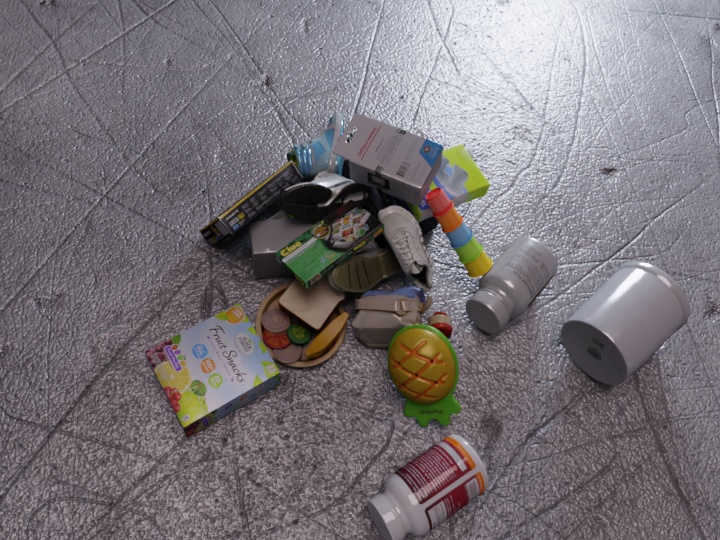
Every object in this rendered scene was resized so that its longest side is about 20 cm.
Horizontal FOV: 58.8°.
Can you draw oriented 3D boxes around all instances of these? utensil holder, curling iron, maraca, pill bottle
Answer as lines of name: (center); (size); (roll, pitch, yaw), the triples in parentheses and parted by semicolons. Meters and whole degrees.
utensil holder: (0.529, 0.108, 1.288); (0.199, 0.171, 0.170); (-37, 71, -20)
curling iron: (0.009, -0.217, 1.350); (0.049, 0.026, 0.201); (-5, 59, -53)
maraca: (0.121, 0.198, 1.193); (0.135, 0.107, 0.203); (-8, 101, 24)
pill bottle: (0.115, 0.383, 1.110); (0.198, 0.113, 0.114); (-27, 68, -20)
pill bottle: (0.311, 0.032, 1.327); (0.114, 0.115, 0.200); (40, 64, 14)

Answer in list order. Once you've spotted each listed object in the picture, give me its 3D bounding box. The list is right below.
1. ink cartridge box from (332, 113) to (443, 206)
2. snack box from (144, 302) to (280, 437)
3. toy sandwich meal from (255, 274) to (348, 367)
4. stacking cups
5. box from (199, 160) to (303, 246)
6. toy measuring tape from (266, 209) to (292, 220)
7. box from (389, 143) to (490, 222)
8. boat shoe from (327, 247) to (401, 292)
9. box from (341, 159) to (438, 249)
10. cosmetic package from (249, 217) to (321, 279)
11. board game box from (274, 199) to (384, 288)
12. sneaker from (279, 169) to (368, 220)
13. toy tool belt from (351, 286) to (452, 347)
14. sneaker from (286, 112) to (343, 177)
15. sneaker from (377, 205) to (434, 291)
ink cartridge box: (0.054, -0.226, 1.289); (0.198, 0.067, 0.117); (24, 68, 14)
snack box: (-0.274, 0.182, 1.196); (0.198, 0.068, 0.169); (-28, 67, -22)
toy sandwich meal: (-0.112, 0.091, 1.265); (0.202, 0.071, 0.208); (3, 61, -6)
stacking cups: (0.196, -0.075, 1.288); (0.201, 0.060, 0.061); (53, 59, -26)
box: (-0.228, -0.136, 1.324); (0.200, 0.159, 0.050); (-43, 102, -25)
toy measuring tape: (-0.141, -0.129, 1.376); (0.073, 0.074, 0.200); (41, 59, 15)
box: (0.157, -0.182, 1.341); (0.198, 0.048, 0.123); (-22, 66, -19)
boat shoe: (0.000, 0.000, 1.300); (0.199, 0.068, 0.076); (-14, 99, -46)
box: (0.068, -0.166, 1.409); (0.147, 0.107, 0.201); (-25, 67, -20)
cosmetic package: (-0.128, -0.049, 1.321); (0.197, 0.107, 0.091); (-2, 61, -11)
board game box: (-0.059, -0.055, 1.242); (0.199, 0.024, 0.105); (-36, 57, -19)
sneaker: (-0.093, -0.158, 1.320); (0.198, 0.077, 0.115); (-9, 26, -32)
toy tool belt: (0.083, 0.074, 1.266); (0.197, 0.125, 0.124); (-4, 53, 13)
sneaker: (-0.102, -0.292, 1.475); (0.128, 0.080, 0.202); (1, 50, 4)
sneaker: (0.098, -0.042, 1.285); (0.074, 0.201, 0.081); (-25, 30, 15)
